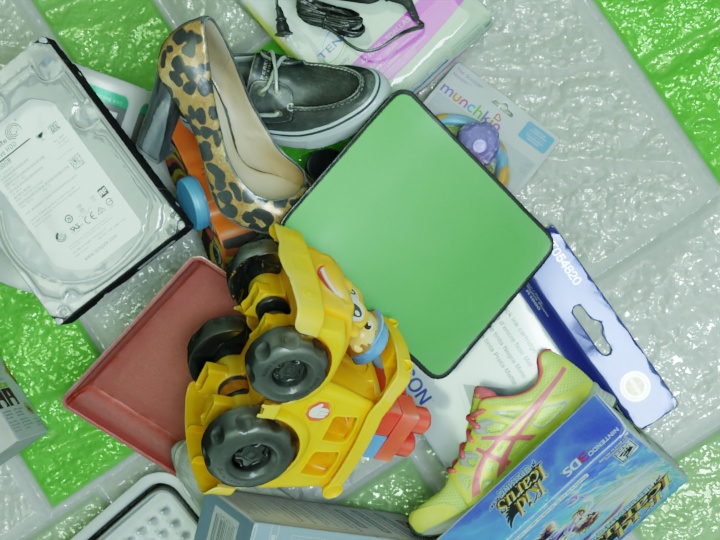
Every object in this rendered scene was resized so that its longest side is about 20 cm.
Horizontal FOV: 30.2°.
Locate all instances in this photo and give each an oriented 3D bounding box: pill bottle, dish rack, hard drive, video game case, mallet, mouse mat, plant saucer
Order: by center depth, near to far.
[{"bbox_3d":[0.160,0.203,1.085,0.200,0.181,0.045,-44,57,7],"label":"video game case"},{"bbox_3d":[0.049,-0.027,1.089,0.200,0.008,0.161,43,83,-18],"label":"mouse mat"},{"bbox_3d":[-0.252,-0.074,1.106,0.140,0.038,0.200,-37,86,6],"label":"hard drive"},{"bbox_3d":[-0.120,0.095,1.146,0.200,0.037,0.200,36,115,-20],"label":"plant saucer"},{"bbox_3d":[0.044,-0.056,1.175,0.200,0.066,0.041,15,64,-6],"label":"mallet"},{"bbox_3d":[-0.260,-0.080,1.181,0.113,0.113,0.200,20,93,8],"label":"pill bottle"},{"bbox_3d":[-0.171,0.298,1.206,0.172,0.044,0.200,-41,85,8],"label":"dish rack"}]

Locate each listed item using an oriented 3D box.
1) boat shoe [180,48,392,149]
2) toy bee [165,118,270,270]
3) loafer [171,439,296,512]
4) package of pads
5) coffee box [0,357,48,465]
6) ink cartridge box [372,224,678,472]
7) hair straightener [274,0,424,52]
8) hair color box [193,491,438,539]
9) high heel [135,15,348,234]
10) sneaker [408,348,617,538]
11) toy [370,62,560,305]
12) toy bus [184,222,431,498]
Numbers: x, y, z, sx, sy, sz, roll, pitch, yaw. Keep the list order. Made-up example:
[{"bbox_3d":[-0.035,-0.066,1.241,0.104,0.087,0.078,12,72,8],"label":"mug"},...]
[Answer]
[{"bbox_3d":[-0.075,-0.146,1.103,0.200,0.071,0.072,-3,59,24],"label":"boat shoe"},{"bbox_3d":[-0.128,-0.040,1.165,0.131,0.109,0.200,-2,49,-9],"label":"toy bee"},{"bbox_3d":[-0.090,0.217,1.166,0.070,0.070,0.200,-45,113,-23],"label":"loafer"},{"bbox_3d":[-0.007,-0.237,1.164,0.154,0.068,0.200,-42,84,6],"label":"package of pads"},{"bbox_3d":[-0.394,0.098,1.220,0.114,0.080,0.200,-34,86,8],"label":"coffee box"},{"bbox_3d":[0.140,0.094,1.157,0.200,0.041,0.200,-36,85,7],"label":"ink cartridge box"},{"bbox_3d":[-0.044,-0.225,1.120,0.200,0.041,0.077,18,92,4],"label":"hair straightener"},{"bbox_3d":[-0.027,0.232,1.103,0.200,0.099,0.061,13,92,-30],"label":"hair color box"},{"bbox_3d":[-0.078,-0.108,1.056,0.200,0.071,0.143,28,131,1],"label":"high heel"},{"bbox_3d":[0.111,0.143,1.108,0.200,0.078,0.090,-39,85,-2],"label":"sneaker"},{"bbox_3d":[0.073,-0.082,1.125,0.115,0.047,0.200,38,74,5],"label":"toy"},{"bbox_3d":[-0.026,0.083,1.047,0.192,0.136,0.200,13,124,-23],"label":"toy bus"}]
